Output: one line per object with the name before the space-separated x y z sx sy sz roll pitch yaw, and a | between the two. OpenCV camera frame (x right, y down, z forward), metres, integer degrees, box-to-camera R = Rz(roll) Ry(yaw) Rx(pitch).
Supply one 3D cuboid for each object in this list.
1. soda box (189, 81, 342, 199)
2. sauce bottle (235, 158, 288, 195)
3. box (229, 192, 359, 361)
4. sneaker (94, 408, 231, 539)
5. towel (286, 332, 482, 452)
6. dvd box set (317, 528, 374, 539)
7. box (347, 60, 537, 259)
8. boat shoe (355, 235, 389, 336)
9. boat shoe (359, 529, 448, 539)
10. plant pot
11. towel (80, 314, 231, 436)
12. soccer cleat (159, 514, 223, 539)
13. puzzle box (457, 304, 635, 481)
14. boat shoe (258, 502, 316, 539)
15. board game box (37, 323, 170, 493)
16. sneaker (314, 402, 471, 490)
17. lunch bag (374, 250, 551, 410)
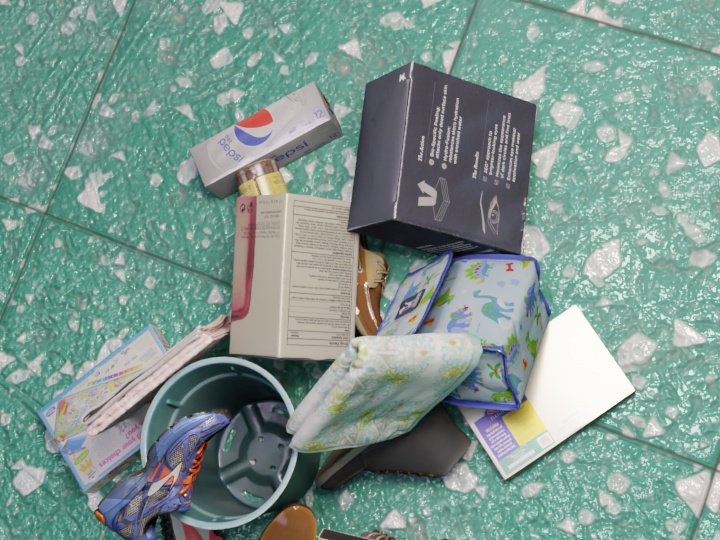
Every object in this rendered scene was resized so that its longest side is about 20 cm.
soda box | -0.129 -0.176 1.733 0.198 0.068 0.064 -27 72 8
sauce bottle | -0.108 -0.046 1.688 0.064 0.065 0.202 -19 87 9
box | -0.082 0.010 1.583 0.108 0.127 0.203 0 86 48
sneaker | -0.214 0.237 1.460 0.078 0.075 0.200 44 99 10
towel | 0.025 0.138 1.434 0.200 0.170 0.048 -53 52 41
dvd box set | 0.007 0.421 1.527 0.144 0.029 0.202 10 108 10
box | 0.104 -0.129 1.585 0.117 0.198 0.199 -11 68 58
boat shoe | 0.000 0.000 1.657 0.073 0.076 0.202 -23 74 5
boat shoe | 0.017 0.359 1.572 0.198 0.074 0.074 -18 74 8
plant pot | -0.144 0.222 1.578 0.198 0.196 0.203 -3 77 14
towel | -0.252 0.129 1.597 0.199 0.191 0.032 -38 89 3
soccer cleat | -0.232 0.271 1.654 0.072 0.068 0.203 -8 81 -24
puzzle box | 0.227 0.153 1.589 0.199 0.025 0.134 -35 72 5
boat shoe | -0.110 0.382 1.588 0.070 0.070 0.202 23 93 -4
board game box | -0.325 0.188 1.718 0.199 0.034 0.135 -37 71 4
sneaker | 0.039 0.240 1.594 0.199 0.075 0.106 -39 99 21
lunch bag | 0.116 0.069 1.558 0.198 0.128 0.171 1 41 28
